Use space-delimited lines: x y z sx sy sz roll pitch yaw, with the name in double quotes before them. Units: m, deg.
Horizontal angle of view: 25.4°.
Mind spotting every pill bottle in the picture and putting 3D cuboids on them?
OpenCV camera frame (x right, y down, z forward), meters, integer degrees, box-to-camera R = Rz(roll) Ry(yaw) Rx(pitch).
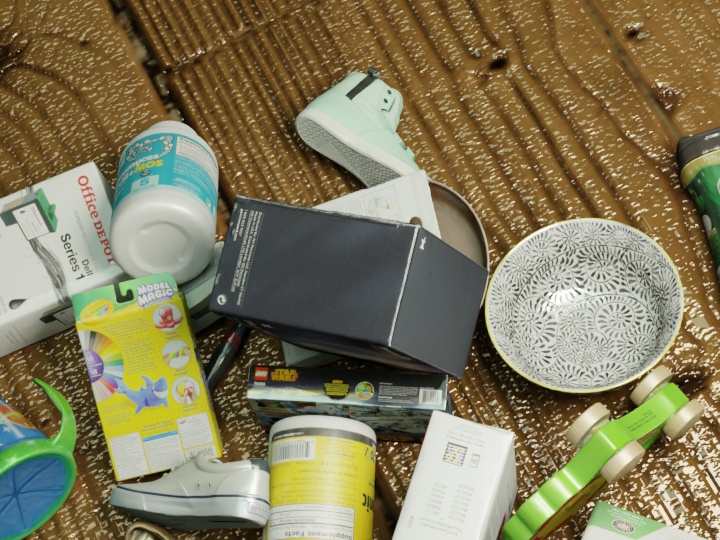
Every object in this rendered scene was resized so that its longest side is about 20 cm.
"pill bottle" -0.208 -0.081 1.711 0.110 0.111 0.200 -8 35 2
"pill bottle" -0.043 0.254 1.595 0.111 0.111 0.201 1 69 6

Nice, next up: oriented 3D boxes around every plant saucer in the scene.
"plant saucer" 0.053 0.003 1.691 0.199 0.032 0.201 -6 79 30

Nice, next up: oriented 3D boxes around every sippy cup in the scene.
"sippy cup" -0.384 0.195 1.646 0.177 0.140 0.130 -28 55 -32

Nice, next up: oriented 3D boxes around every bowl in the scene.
"bowl" 0.234 0.055 1.649 0.200 0.094 0.201 -6 60 11

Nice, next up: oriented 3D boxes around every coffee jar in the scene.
"coffee jar" 0.408 -0.061 1.690 0.104 0.085 0.201 -16 69 2

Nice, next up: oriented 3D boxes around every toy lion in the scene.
"toy lion" 0.227 0.199 1.573 0.069 0.192 0.200 47 39 18

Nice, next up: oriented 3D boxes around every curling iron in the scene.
"curling iron" -0.148 0.078 1.721 0.049 0.026 0.201 14 74 33

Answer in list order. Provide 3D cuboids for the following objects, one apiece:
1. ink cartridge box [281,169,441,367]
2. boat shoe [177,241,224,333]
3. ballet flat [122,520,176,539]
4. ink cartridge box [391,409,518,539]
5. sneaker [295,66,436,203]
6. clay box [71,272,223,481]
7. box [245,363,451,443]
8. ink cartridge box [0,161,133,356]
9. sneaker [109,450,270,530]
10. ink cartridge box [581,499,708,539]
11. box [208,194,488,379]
"ink cartridge box" 0.000 0.000 1.690 0.199 0.050 0.163 -18 71 16
"boat shoe" -0.153 0.006 1.698 0.200 0.070 0.072 -28 59 22
"ballet flat" -0.172 0.324 1.599 0.068 0.072 0.200 -40 71 -10
"ink cartridge box" 0.088 0.253 1.534 0.084 0.200 0.176 15 69 12
"sneaker" 0.040 -0.144 1.765 0.200 0.074 0.118 38 58 6
"clay box" -0.221 0.107 1.656 0.114 0.048 0.201 -13 96 1
"box" -0.008 0.137 1.623 0.199 0.137 0.040 3 69 6
"ink cartridge box" -0.348 -0.011 1.740 0.199 0.084 0.146 -24 69 -4
"sneaker" -0.167 0.221 1.616 0.199 0.073 0.071 -3 63 33
"ink cartridge box" 0.259 0.325 1.498 0.145 0.088 0.200 19 30 11
"box" -0.008 0.019 1.549 0.198 0.200 0.124 9 82 26
